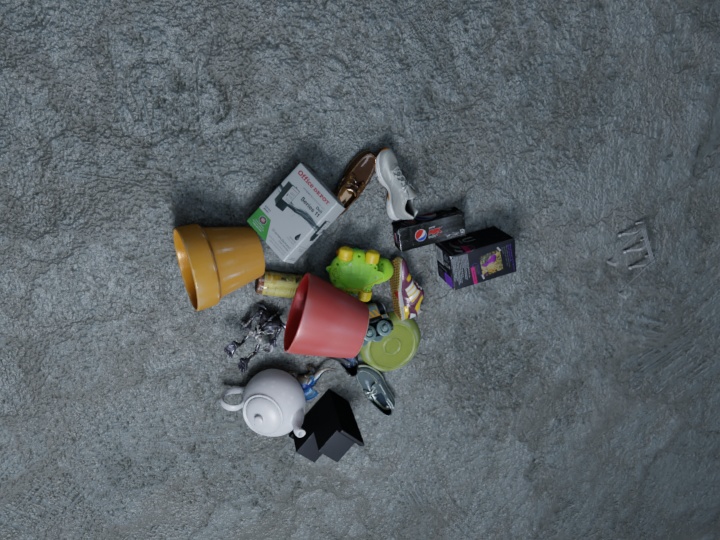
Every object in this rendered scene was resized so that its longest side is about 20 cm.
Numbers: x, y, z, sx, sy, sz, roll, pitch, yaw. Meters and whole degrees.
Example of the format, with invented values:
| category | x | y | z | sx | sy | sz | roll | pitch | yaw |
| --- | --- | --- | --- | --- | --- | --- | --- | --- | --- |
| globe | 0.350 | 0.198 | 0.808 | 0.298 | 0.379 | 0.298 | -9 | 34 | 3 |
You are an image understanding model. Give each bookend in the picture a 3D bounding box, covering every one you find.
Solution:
| category | x | y | z | sx | sy | sz | roll | pitch | yaw |
| --- | --- | --- | --- | --- | --- | --- | --- | --- | --- |
| bookend | -0.105 | 0.495 | 1.560 | 0.092 | 0.200 | 0.199 | 38 | 97 | -25 |

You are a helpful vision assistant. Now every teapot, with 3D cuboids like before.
| category | x | y | z | sx | sy | sz | roll | pitch | yaw |
| --- | --- | --- | --- | --- | --- | --- | --- | --- | --- |
| teapot | -0.257 | 0.379 | 1.467 | 0.198 | 0.146 | 0.200 | -29 | 94 | 22 |

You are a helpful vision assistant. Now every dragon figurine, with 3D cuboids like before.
| category | x | y | z | sx | sy | sz | roll | pitch | yaw |
| --- | --- | --- | --- | --- | --- | --- | --- | --- | --- |
| dragon figurine | -0.157 | 0.339 | 1.558 | 0.196 | 0.059 | 0.101 | -17 | 117 | -4 |

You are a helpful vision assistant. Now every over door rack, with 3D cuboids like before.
| category | x | y | z | sx | sy | sz | roll | pitch | yaw |
| --- | --- | --- | --- | --- | --- | --- | --- | --- | --- |
| over door rack | 0.847 | -0.037 | 1.680 | 0.200 | 0.066 | 0.149 | -44 | 118 | -19 |

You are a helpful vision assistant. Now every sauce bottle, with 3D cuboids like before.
| category | x | y | z | sx | sy | sz | roll | pitch | yaw |
| --- | --- | --- | --- | --- | --- | --- | --- | --- | --- |
| sauce bottle | -0.183 | 0.042 | 1.430 | 0.196 | 0.066 | 0.067 | 7 | 110 | -21 |

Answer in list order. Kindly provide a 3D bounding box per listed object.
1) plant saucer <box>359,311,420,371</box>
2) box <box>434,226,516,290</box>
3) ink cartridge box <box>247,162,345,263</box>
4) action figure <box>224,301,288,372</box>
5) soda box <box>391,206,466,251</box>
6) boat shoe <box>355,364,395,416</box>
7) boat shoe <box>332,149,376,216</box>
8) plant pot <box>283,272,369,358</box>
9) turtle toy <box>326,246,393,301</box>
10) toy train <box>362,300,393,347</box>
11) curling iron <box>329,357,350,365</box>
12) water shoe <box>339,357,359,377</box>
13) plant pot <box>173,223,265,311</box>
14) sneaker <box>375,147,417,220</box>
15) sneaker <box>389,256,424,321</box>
| category | x | y | z | sx | sy | sz | roll | pitch | yaw |
| --- | --- | --- | --- | --- | --- | --- | --- | --- | --- |
| plant saucer | 0.093 | 0.223 | 1.600 | 0.196 | 0.031 | 0.204 | -6 | 113 | -13 |
| box | 0.326 | -0.038 | 1.508 | 0.196 | 0.122 | 0.108 | -15 | 114 | -10 |
| ink cartridge box | -0.157 | -0.141 | 1.316 | 0.147 | 0.083 | 0.200 | 45 | 95 | 10 |
| action figure | -0.277 | 0.172 | 1.435 | 0.119 | 0.102 | 0.200 | 43 | 54 | 0 |
| soda box | 0.189 | -0.115 | 1.471 | 0.196 | 0.063 | 0.072 | -15 | 115 | -10 |
| boat shoe | 0.046 | 0.368 | 1.621 | 0.072 | 0.062 | 0.201 | -27 | 119 | 15 |
| boat shoe | -0.020 | -0.216 | 1.367 | 0.072 | 0.068 | 0.201 | 33 | 99 | -25 |
| plant pot | -0.083 | 0.129 | 1.339 | 0.174 | 0.201 | 0.203 | 18 | 106 | -16 |
| turtle toy | 0.000 | 0.000 | 1.442 | 0.196 | 0.101 | 0.148 | 5 | 112 | -18 |
| toy train | -0.001 | 0.153 | 1.491 | 0.197 | 0.085 | 0.116 | -14 | 74 | -28 |
| curling iron | -0.119 | 0.223 | 1.491 | 0.197 | 0.050 | 0.026 | 27 | 91 | 4 |
| water shoe | -0.050 | 0.216 | 1.528 | 0.071 | 0.079 | 0.202 | -29 | 116 | -3 |
| plant pot | -0.338 | -0.026 | 1.297 | 0.180 | 0.200 | 0.204 | -17 | 116 | -25 |
| sneaker | 0.104 | -0.223 | 1.377 | 0.075 | 0.091 | 0.203 | -39 | 125 | -31 |
| sneaker | 0.136 | 0.044 | 1.522 | 0.089 | 0.075 | 0.203 | -16 | 122 | -18 |
